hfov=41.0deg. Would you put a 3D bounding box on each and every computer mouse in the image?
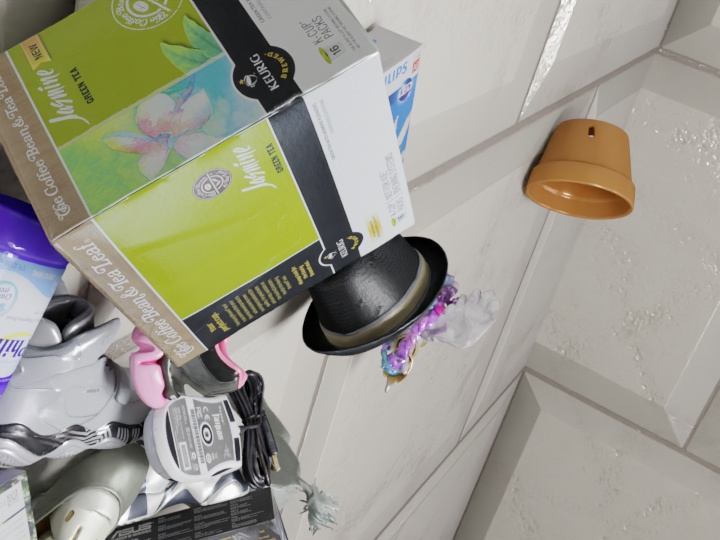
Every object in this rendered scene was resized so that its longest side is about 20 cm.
[{"bbox_3d":[-0.131,0.137,0.807,0.200,0.044,0.110,17,58,-68],"label":"computer mouse"}]

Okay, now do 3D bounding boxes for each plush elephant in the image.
[{"bbox_3d":[-0.134,0.233,1.001,0.155,0.200,0.165,-51,175,26],"label":"plush elephant"}]

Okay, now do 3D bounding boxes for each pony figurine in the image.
[{"bbox_3d":[0.092,0.067,1.386,0.193,0.166,0.200,-61,178,20],"label":"pony figurine"}]

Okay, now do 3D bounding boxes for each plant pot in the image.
[{"bbox_3d":[0.421,-0.194,1.807,0.200,0.200,0.140,48,53,-70],"label":"plant pot"}]

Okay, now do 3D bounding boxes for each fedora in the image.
[{"bbox_3d":[0.000,0.000,1.066,0.201,0.200,0.092,-50,125,-32],"label":"fedora"}]

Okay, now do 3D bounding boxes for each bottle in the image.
[{"bbox_3d":[-0.248,0.050,0.583,0.200,0.065,0.084,-63,160,1],"label":"bottle"}]

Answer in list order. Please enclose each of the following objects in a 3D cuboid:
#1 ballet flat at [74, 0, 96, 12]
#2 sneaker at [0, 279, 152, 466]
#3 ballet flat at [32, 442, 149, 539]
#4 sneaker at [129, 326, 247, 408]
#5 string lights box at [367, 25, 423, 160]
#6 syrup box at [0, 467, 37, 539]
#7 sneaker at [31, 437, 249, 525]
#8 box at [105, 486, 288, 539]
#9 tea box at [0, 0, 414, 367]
[{"bbox_3d":[-0.139,-0.153,0.600,0.067,0.068,0.200,-46,154,-21],"label":"ballet flat"},{"bbox_3d":[-0.202,0.072,0.716,0.200,0.075,0.115,-3,121,-65],"label":"sneaker"},{"bbox_3d":[-0.238,0.215,0.742,0.200,0.064,0.067,-39,125,-6],"label":"ballet flat"},{"bbox_3d":[-0.118,0.004,0.729,0.079,0.095,0.200,58,32,-78],"label":"sneaker"},{"bbox_3d":[0.000,-0.134,0.981,0.103,0.059,0.200,-43,153,-40],"label":"string lights box"},{"bbox_3d":[-0.265,0.238,0.647,0.079,0.081,0.200,-36,125,-65],"label":"syrup box"},{"bbox_3d":[-0.199,0.153,0.851,0.199,0.130,0.079,-6,171,-27],"label":"sneaker"},{"bbox_3d":[-0.161,0.301,0.911,0.050,0.200,0.158,-111,-173,-60],"label":"box"},{"bbox_3d":[-0.089,-0.070,0.594,0.197,0.134,0.200,-32,155,-6],"label":"tea box"}]
